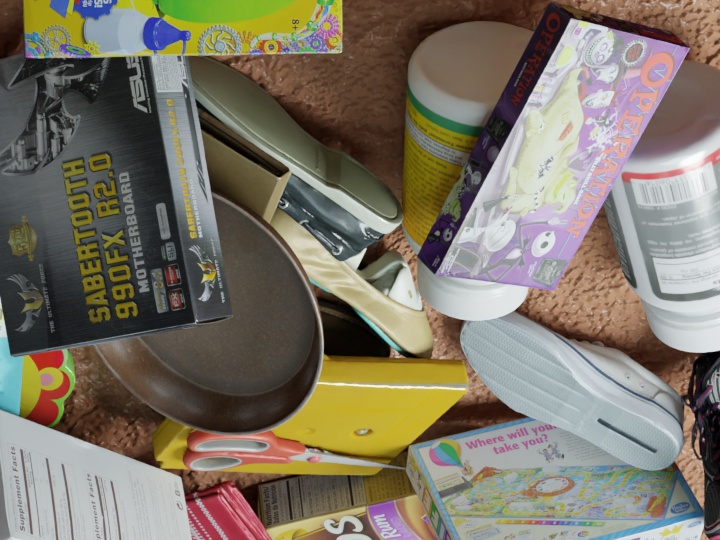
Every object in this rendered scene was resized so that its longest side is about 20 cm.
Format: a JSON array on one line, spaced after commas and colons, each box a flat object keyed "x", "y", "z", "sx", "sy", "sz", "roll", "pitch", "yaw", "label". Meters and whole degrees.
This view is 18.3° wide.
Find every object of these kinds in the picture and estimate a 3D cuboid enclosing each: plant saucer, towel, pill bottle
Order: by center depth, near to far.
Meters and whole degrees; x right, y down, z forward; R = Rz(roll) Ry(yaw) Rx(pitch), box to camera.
[{"x": -0.108, "y": 0.021, "z": 1.551, "sx": 0.200, "sy": 0.034, "sz": 0.201, "roll": 14, "pitch": 124, "yaw": 21, "label": "plant saucer"}, {"x": 0.086, "y": -0.066, "z": 1.591, "sx": 0.112, "sy": 0.113, "sz": 0.200, "roll": -4, "pitch": 130, "yaw": -6, "label": "pill bottle"}, {"x": 0.237, "y": -0.044, "z": 1.632, "sx": 0.114, "sy": 0.114, "sz": 0.200, "roll": -17, "pitch": 131, "yaw": 5, "label": "pill bottle"}, {"x": -0.159, "y": 0.238, "z": 1.831, "sx": 0.200, "sy": 0.023, "sz": 0.145, "roll": -14, "pitch": 128, "yaw": 25, "label": "towel"}]

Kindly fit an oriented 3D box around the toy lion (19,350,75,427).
[{"x": -0.325, "y": 0.088, "z": 1.696, "sx": 0.200, "sy": 0.069, "sz": 0.192, "roll": 17, "pitch": 118, "yaw": -21, "label": "toy lion"}]

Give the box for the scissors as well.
[{"x": -0.043, "y": 0.140, "z": 1.723, "sx": 0.199, "sy": 0.014, "sz": 0.073, "roll": 4, "pitch": 150, "yaw": -22, "label": "scissors"}]

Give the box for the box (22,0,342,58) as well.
[{"x": -0.112, "y": -0.235, "z": 1.363, "sx": 0.192, "sy": 0.122, "sz": 0.201, "roll": -2, "pitch": 100, "yaw": -8, "label": "box"}]

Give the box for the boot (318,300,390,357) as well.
[{"x": -0.068, "y": 0.062, "z": 1.700, "sx": 0.199, "sy": 0.076, "sz": 0.074, "roll": 13, "pitch": 125, "yaw": -20, "label": "boot"}]

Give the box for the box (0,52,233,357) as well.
[{"x": -0.177, "y": -0.052, "z": 1.493, "sx": 0.158, "sy": 0.201, "sz": 0.048, "roll": -9, "pitch": 179, "yaw": 30, "label": "box"}]

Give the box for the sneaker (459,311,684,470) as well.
[{"x": 0.167, "y": 0.084, "z": 1.762, "sx": 0.200, "sy": 0.071, "sz": 0.073, "roll": 34, "pitch": 124, "yaw": -7, "label": "sneaker"}]

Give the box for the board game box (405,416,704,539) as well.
[{"x": 0.152, "y": 0.175, "z": 1.760, "sx": 0.199, "sy": 0.135, "sz": 0.034, "roll": -12, "pitch": 139, "yaw": -16, "label": "board game box"}]

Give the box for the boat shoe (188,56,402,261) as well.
[{"x": -0.066, "y": -0.075, "z": 1.573, "sx": 0.199, "sy": 0.075, "sz": 0.066, "roll": 33, "pitch": 119, "yaw": -20, "label": "boat shoe"}]

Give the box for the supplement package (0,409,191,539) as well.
[{"x": -0.233, "y": 0.199, "z": 1.677, "sx": 0.114, "sy": 0.110, "sz": 0.200, "roll": -33, "pitch": 143, "yaw": 27, "label": "supplement package"}]

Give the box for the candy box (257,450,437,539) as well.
[{"x": 0.025, "y": 0.212, "z": 1.852, "sx": 0.199, "sy": 0.057, "sz": 0.117, "roll": -13, "pitch": 131, "yaw": 5, "label": "candy box"}]

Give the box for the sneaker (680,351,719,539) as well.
[{"x": 0.284, "y": 0.119, "z": 1.736, "sx": 0.075, "sy": 0.201, "sz": 0.081, "roll": 21, "pitch": 150, "yaw": -23, "label": "sneaker"}]

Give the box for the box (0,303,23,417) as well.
[{"x": -0.282, "y": 0.015, "z": 1.612, "sx": 0.082, "sy": 0.049, "sz": 0.201, "roll": 0, "pitch": 117, "yaw": -14, "label": "box"}]

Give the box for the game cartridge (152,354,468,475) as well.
[{"x": -0.043, "y": 0.110, "z": 1.714, "sx": 0.199, "sy": 0.033, "sz": 0.176, "roll": 6, "pitch": 151, "yaw": -25, "label": "game cartridge"}]

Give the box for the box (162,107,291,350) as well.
[{"x": -0.148, "y": -0.038, "z": 1.575, "sx": 0.163, "sy": 0.021, "sz": 0.200, "roll": 32, "pitch": 130, "yaw": 9, "label": "box"}]

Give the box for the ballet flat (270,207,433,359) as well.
[{"x": 0.000, "y": 0.000, "z": 1.666, "sx": 0.200, "sy": 0.069, "sz": 0.063, "roll": 36, "pitch": 103, "yaw": -33, "label": "ballet flat"}]

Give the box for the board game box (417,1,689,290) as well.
[{"x": 0.129, "y": -0.080, "z": 1.508, "sx": 0.120, "sy": 0.032, "sz": 0.200, "roll": 4, "pitch": 121, "yaw": -44, "label": "board game box"}]
